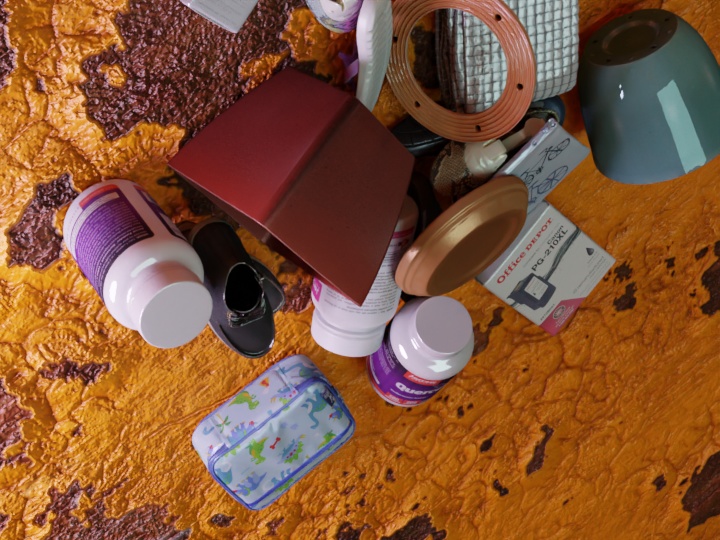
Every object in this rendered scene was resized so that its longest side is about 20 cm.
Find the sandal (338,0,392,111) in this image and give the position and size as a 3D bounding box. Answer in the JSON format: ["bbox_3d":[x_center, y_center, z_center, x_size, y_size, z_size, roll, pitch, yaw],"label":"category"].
[{"bbox_3d":[0.002,-0.250,1.462,0.203,0.050,0.083,97,17,-55],"label":"sandal"}]

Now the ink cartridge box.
[{"bbox_3d":[0.244,-0.017,1.792,0.145,0.084,0.200,-51,135,6],"label":"ink cartridge box"}]

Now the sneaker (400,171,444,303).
[{"bbox_3d":[0.091,-0.052,1.678,0.090,0.067,0.201,-25,133,-29],"label":"sneaker"}]

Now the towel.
[{"bbox_3d":[0.170,-0.297,1.530,0.165,0.086,0.201,-16,119,-16],"label":"towel"}]

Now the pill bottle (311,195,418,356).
[{"bbox_3d":[0.000,0.000,1.609,0.113,0.113,0.201,-7,124,-31],"label":"pill bottle"}]

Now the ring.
[{"bbox_3d":[0.113,-0.242,1.475,0.019,0.199,0.201,-43,144,-44],"label":"ring"}]

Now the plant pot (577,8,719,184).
[{"bbox_3d":[0.372,-0.238,1.657,0.200,0.201,0.161,-35,123,-9],"label":"plant pot"}]

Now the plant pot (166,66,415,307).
[{"bbox_3d":[-0.058,-0.109,1.444,0.177,0.200,0.200,-54,136,-4],"label":"plant pot"}]

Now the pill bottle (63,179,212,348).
[{"bbox_3d":[-0.236,-0.005,1.374,0.111,0.200,0.112,-18,130,-23],"label":"pill bottle"}]

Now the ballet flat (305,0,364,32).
[{"bbox_3d":[-0.032,-0.327,1.380,0.069,0.071,0.201,-34,135,-11],"label":"ballet flat"}]

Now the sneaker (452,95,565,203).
[{"bbox_3d":[0.197,-0.146,1.656,0.070,0.082,0.200,38,95,-1],"label":"sneaker"}]

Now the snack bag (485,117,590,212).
[{"bbox_3d":[0.197,-0.107,1.613,0.189,0.021,0.200,-44,161,13],"label":"snack bag"}]

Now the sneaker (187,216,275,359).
[{"bbox_3d":[-0.136,0.045,1.450,0.074,0.106,0.201,-28,129,-9],"label":"sneaker"}]

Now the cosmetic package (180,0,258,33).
[{"bbox_3d":[-0.115,-0.351,1.283,0.074,0.102,0.201,23,105,-44],"label":"cosmetic package"}]

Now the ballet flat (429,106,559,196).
[{"bbox_3d":[0.169,-0.154,1.555,0.200,0.075,0.068,-31,100,-34],"label":"ballet flat"}]

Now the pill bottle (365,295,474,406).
[{"bbox_3d":[0.081,0.103,1.684,0.112,0.113,0.200,-23,166,-21],"label":"pill bottle"}]

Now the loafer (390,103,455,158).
[{"bbox_3d":[0.123,-0.177,1.604,0.199,0.072,0.063,-29,137,-20],"label":"loafer"}]

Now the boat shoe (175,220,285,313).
[{"bbox_3d":[-0.158,0.014,1.534,0.200,0.073,0.075,30,101,-44],"label":"boat shoe"}]

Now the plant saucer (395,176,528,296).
[{"bbox_3d":[0.132,-0.034,1.567,0.200,0.038,0.200,-33,160,-14],"label":"plant saucer"}]

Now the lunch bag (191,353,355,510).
[{"bbox_3d":[-0.111,0.219,1.714,0.200,0.082,0.161,-37,138,-6],"label":"lunch bag"}]
